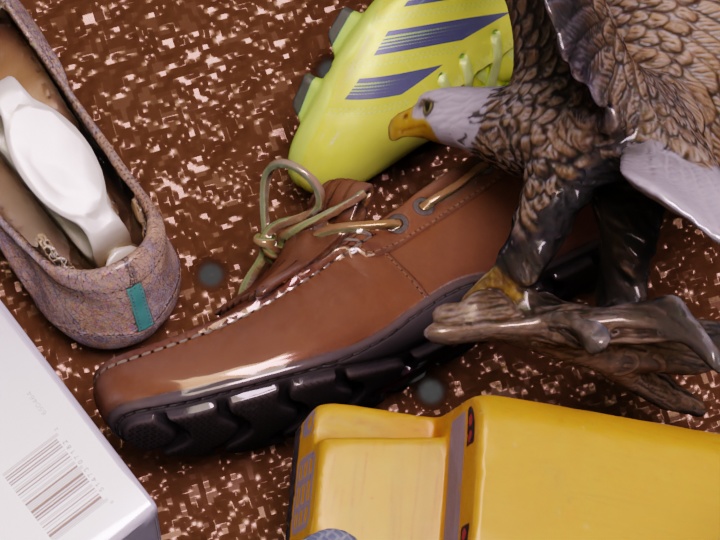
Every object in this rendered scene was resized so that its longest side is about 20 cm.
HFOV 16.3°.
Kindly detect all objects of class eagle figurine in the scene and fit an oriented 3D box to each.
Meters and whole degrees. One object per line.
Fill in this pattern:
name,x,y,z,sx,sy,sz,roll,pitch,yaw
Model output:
eagle figurine,0.070,-0.068,0.781,0.150,0.152,0.201,7,79,6

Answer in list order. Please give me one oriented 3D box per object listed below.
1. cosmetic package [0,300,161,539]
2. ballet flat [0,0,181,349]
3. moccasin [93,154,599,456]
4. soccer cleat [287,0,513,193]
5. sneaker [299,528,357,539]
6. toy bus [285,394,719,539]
cosmetic package,-0.137,0.030,0.790,0.052,0.151,0.200,-37,75,-11
ballet flat,-0.128,-0.062,0.865,0.068,0.067,0.200,-39,76,-14
moccasin,0.000,-0.001,0.843,0.201,0.074,0.078,-27,74,-11
soccer cleat,0.057,-0.091,0.882,0.084,0.065,0.200,43,75,10
sneaker,0.047,0.142,0.731,0.199,0.096,0.079,23,35,4
toy bus,0.079,0.085,0.804,0.199,0.078,0.065,11,71,-15
